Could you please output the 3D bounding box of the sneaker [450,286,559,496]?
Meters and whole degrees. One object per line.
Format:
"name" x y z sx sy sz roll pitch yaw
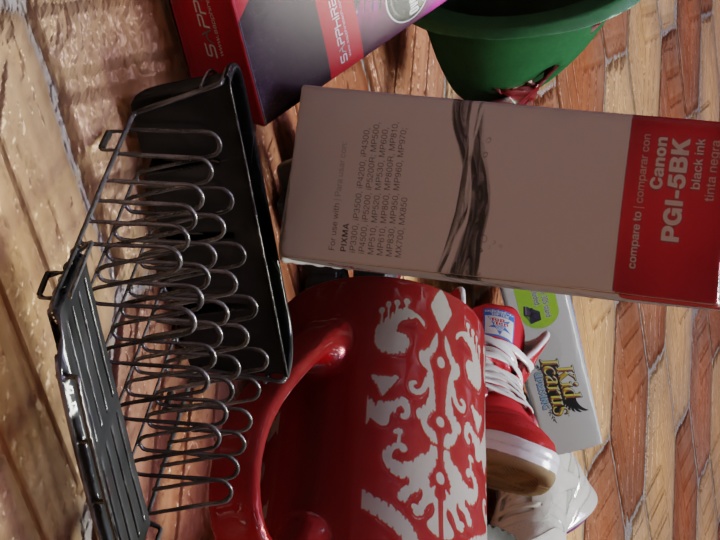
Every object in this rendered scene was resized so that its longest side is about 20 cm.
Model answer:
"sneaker" 0.078 0.067 1.181 0.113 0.071 0.200 -64 -165 -9

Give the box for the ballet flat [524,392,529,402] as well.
"ballet flat" 0.074 0.074 1.349 0.200 0.062 0.068 38 53 -69

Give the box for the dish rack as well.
"dish rack" -0.077 0.023 0.826 0.200 0.054 0.154 -77 159 -58

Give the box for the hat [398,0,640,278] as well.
"hat" 0.099 -0.117 1.295 0.166 0.200 0.176 -103 -176 -55

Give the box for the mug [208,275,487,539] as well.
"mug" 0.004 0.103 0.984 0.178 0.133 0.200 86 9 -58

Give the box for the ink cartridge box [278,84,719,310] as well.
"ink cartridge box" 0.079 -0.032 0.943 0.147 0.200 0.083 6 90 -75

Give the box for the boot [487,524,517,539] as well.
"boot" 0.042 0.229 1.196 0.211 0.079 0.158 34 49 -58

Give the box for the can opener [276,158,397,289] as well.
"can opener" 0.000 0.000 1.115 0.200 0.053 0.067 75 22 -44

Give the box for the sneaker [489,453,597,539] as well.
"sneaker" 0.121 0.175 1.531 0.100 0.075 0.200 67 20 -9

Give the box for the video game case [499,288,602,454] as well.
"video game case" 0.120 0.000 1.423 0.200 0.045 0.181 -94 170 -59

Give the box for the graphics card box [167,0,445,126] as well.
"graphics card box" -0.005 -0.170 0.941 0.200 0.051 0.126 -37 130 -32
